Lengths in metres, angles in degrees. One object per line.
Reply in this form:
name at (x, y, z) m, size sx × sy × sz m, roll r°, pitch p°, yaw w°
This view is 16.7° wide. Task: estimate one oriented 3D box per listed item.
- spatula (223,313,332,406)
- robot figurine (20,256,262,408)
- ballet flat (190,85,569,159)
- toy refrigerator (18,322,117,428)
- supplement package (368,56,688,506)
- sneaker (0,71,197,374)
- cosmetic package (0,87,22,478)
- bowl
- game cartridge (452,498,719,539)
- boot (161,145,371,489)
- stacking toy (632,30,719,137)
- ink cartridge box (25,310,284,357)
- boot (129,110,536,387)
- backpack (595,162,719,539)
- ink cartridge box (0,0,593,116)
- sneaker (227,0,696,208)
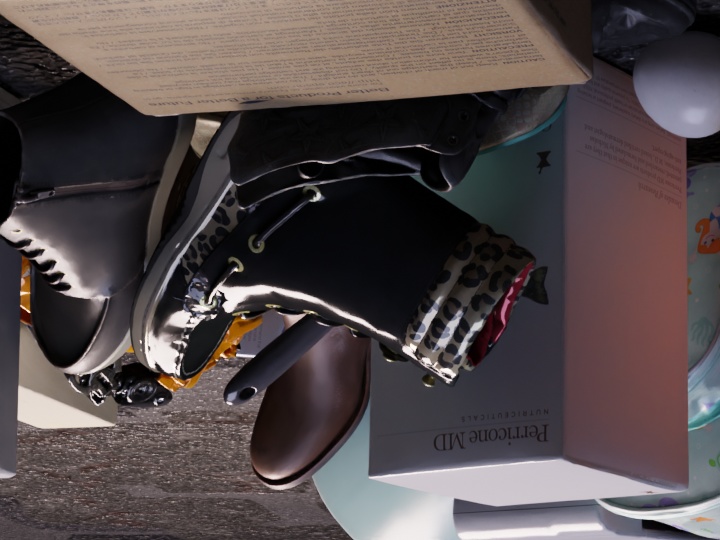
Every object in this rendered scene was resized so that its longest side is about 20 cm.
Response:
spatula at (0.000, 0.000, 1.304) m, size 0.021 × 0.200 × 0.057 m, roll 41°, pitch 175°, yaw 38°
robot figurine at (-0.125, -0.002, 1.344) m, size 0.145 × 0.058 × 0.200 m, roll -42°, pitch 143°, yaw 5°
ballet flat at (-0.002, -0.082, 1.147) m, size 0.200 × 0.068 × 0.062 m, roll -8°, pitch 135°, yaw 28°
toy refrigerator at (-0.240, 0.055, 1.698) m, size 0.070 × 0.076 × 0.200 m, roll -4°, pitch 166°, yaw 20°
supplement package at (0.084, 0.008, 1.203) m, size 0.117 × 0.201 × 0.117 m, roll -9°, pitch 163°, yaw 36°
sneaker at (-0.154, -0.019, 1.187) m, size 0.106 × 0.075 × 0.200 m, roll -22°, pitch 143°, yaw -39°
cosmetic package at (-0.222, 0.000, 1.207) m, size 0.081 × 0.201 × 0.113 m, roll -3°, pitch 165°, yaw 17°
bowl at (0.071, 0.095, 1.609) m, size 0.200 × 0.201 × 0.105 m, roll 5°, pitch 155°, yaw -14°
game cartridge at (0.157, 0.150, 1.472) m, size 0.200 × 0.042 × 0.133 m, roll 10°, pitch 162°, yaw -43°
boot at (-0.058, 0.017, 1.322) m, size 0.064 × 0.187 × 0.200 m, roll 29°, pitch -178°, yaw 36°
stacking toy at (0.222, -0.066, 1.124) m, size 0.200 × 0.146 × 0.146 m, roll 21°, pitch 165°, yaw -1°
ink cartridge box at (-0.111, 0.031, 1.563) m, size 0.199 × 0.041 × 0.200 m, roll 4°, pitch 180°, yaw -9°
boot at (-0.017, 0.015, 1.143) m, size 0.154 × 0.073 × 0.204 m, roll 36°, pitch 134°, yaw 9°
backpack at (0.190, 0.042, 1.330) m, size 0.150 × 0.201 × 0.177 m, roll 13°, pitch 163°, yaw -39°
ink cartridge box at (-0.024, -0.122, 0.951) m, size 0.199 × 0.075 × 0.165 m, roll -4°, pitch 167°, yaw 18°
sneaker at (0.044, -0.079, 1.055) m, size 0.199 × 0.105 × 0.060 m, roll 2°, pitch 166°, yaw 0°
